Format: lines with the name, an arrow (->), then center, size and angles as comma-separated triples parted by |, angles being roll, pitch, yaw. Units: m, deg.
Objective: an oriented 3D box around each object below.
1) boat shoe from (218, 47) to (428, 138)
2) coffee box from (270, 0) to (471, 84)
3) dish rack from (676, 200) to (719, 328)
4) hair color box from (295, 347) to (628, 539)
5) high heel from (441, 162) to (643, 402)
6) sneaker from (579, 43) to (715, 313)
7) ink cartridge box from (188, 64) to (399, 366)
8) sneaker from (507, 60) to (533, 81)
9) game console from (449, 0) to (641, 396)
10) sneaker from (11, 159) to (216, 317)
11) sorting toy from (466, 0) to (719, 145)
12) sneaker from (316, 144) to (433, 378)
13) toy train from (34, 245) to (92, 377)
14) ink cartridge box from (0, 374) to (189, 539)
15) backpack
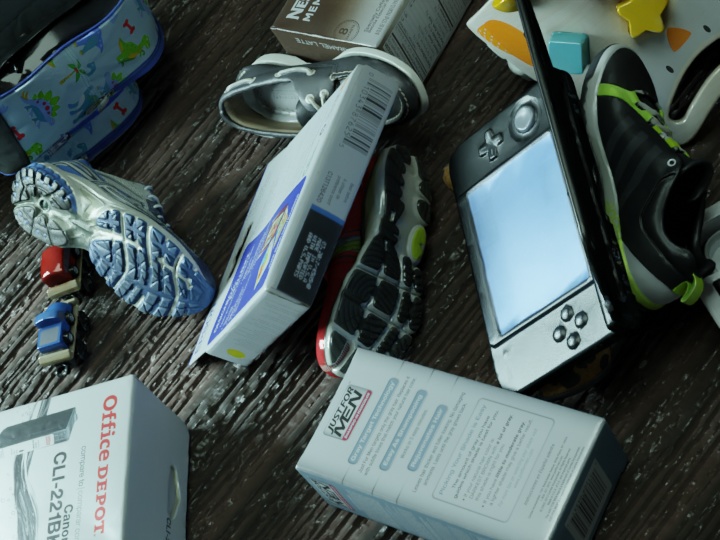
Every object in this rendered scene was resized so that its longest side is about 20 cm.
boat shoe -> -0.034, -0.137, 1.304 | 0.199, 0.074, 0.060 | 12, 42, 41
coffee box -> 0.029, -0.248, 1.357 | 0.114, 0.080, 0.201 | 16, 67, 35
dish rack -> 0.324, -0.005, 1.053 | 0.199, 0.044, 0.172 | -31, 48, 6
hair color box -> 0.066, 0.129, 1.087 | 0.199, 0.061, 0.099 | 14, 65, 34
high heel -> 0.106, 0.002, 1.143 | 0.199, 0.072, 0.143 | 29, 68, 30
sneaker -> 0.203, -0.066, 1.086 | 0.083, 0.071, 0.202 | -23, 61, 41
ink cartridge box -> -0.053, -0.031, 1.230 | 0.200, 0.047, 0.199 | -44, 23, 62
sneaker -> 0.203, -0.186, 1.237 | 0.198, 0.075, 0.082 | -2, 80, 23
game console -> 0.101, -0.047, 1.050 | 0.176, 0.116, 0.201 | -36, 52, 39
sneaker -> -0.186, -0.038, 1.324 | 0.199, 0.077, 0.085 | 34, 34, 20
sorting toy -> 0.205, -0.189, 1.165 | 0.200, 0.180, 0.107 | -49, 5, 15
sneaker -> 0.000, 0.000, 1.220 | 0.085, 0.077, 0.201 | -18, 44, 41
toy train -> -0.246, -0.001, 1.356 | 0.034, 0.046, 0.201 | -16, 52, 17
ink cartridge box -> -0.234, 0.178, 1.199 | 0.199, 0.084, 0.145 | -16, 51, 17
backpack -> -0.275, -0.189, 1.436 | 0.200, 0.147, 0.183 | -40, 47, -10
